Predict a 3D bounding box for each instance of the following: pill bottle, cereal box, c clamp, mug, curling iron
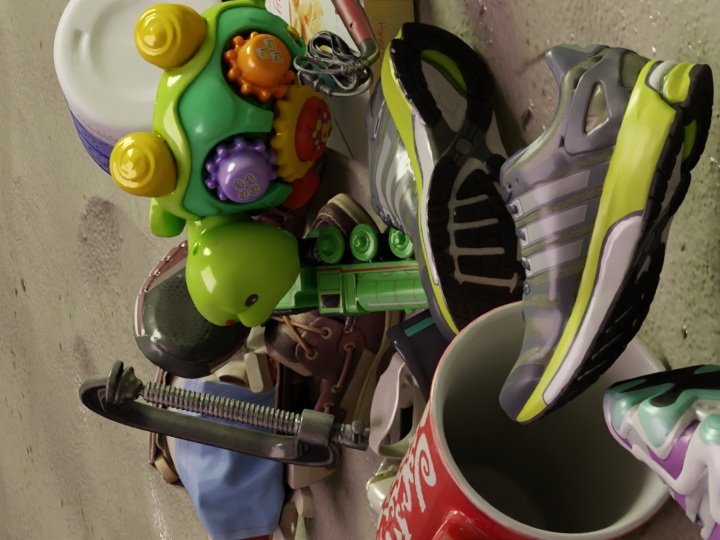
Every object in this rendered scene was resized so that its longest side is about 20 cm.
[{"bbox_3d":[-0.139,-0.120,1.708,0.200,0.119,0.120,91,161,-75],"label":"pill bottle"},{"bbox_3d":[-0.024,-0.153,1.563,0.200,0.039,0.144,-151,52,-61],"label":"cereal box"},{"bbox_3d":[-0.086,0.089,1.580,0.171,0.199,0.027,72,-150,-74],"label":"c clamp"},{"bbox_3d":[0.061,0.123,1.345,0.134,0.177,0.200,63,158,17],"label":"mug"},{"bbox_3d":[-0.030,-0.178,1.465,0.026,0.049,0.200,68,-175,-54],"label":"curling iron"}]

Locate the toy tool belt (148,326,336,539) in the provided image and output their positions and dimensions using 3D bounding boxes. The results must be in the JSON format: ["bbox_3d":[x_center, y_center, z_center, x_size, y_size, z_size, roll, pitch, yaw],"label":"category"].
[{"bbox_3d":[-0.081,0.132,1.741,0.123,0.125,0.201,-132,35,-64],"label":"toy tool belt"}]

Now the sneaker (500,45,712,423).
[{"bbox_3d":[0.104,-0.020,1.216,0.081,0.074,0.200,27,111,22],"label":"sneaker"}]

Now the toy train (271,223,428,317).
[{"bbox_3d":[0.000,0.000,1.503,0.200,0.042,0.057,-3,90,45],"label":"toy train"}]

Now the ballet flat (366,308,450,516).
[{"bbox_3d":[0.036,0.111,1.524,0.073,0.073,0.200,-133,37,-50],"label":"ballet flat"}]

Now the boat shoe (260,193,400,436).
[{"bbox_3d":[-0.026,0.041,1.611,0.072,0.072,0.200,45,145,30],"label":"boat shoe"}]

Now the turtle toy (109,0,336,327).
[{"bbox_3d":[-0.072,-0.068,1.485,0.101,0.146,0.201,12,94,22],"label":"turtle toy"}]

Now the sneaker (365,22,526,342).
[{"bbox_3d":[0.046,-0.037,1.392,0.081,0.074,0.200,122,146,-49],"label":"sneaker"}]

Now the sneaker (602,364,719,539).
[{"bbox_3d":[0.180,0.127,1.180,0.200,0.078,0.140,-157,58,-63],"label":"sneaker"}]

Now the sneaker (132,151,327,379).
[{"bbox_3d":[-0.078,-0.028,1.608,0.116,0.076,0.200,-64,-2,42],"label":"sneaker"}]
